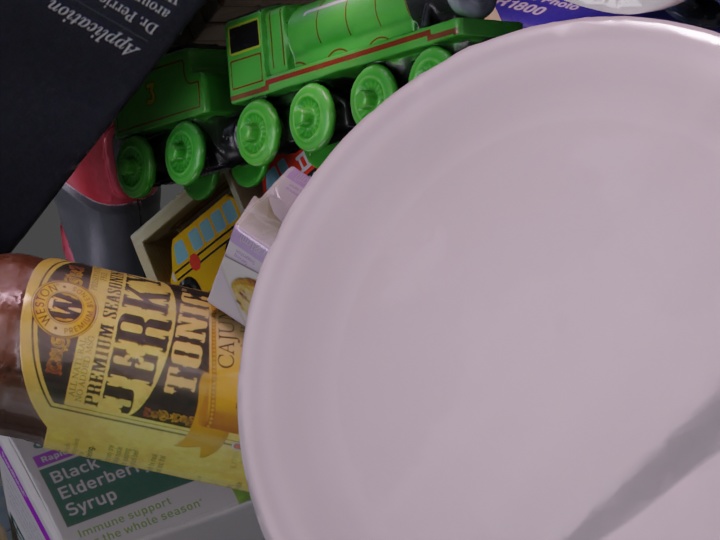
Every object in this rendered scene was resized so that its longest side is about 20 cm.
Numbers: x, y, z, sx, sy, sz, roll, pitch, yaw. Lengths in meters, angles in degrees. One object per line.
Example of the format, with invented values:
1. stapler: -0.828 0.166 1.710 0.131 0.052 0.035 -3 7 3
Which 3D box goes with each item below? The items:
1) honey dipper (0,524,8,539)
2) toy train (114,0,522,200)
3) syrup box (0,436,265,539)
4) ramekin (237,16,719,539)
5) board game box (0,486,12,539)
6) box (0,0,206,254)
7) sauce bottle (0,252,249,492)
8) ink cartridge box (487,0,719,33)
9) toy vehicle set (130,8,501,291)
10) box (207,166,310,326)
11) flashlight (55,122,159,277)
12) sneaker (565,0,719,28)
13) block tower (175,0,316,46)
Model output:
1. honey dipper: -0.158 0.017 1.010 0.038 0.038 0.201 -30 68 44
2. toy train: -0.018 -0.063 0.894 0.200 0.042 0.057 -12 80 49
3. syrup box: -0.079 0.133 1.011 0.201 0.078 0.082 90 154 -46
4. ramekin: 0.073 0.039 0.753 0.201 0.094 0.203 -9 67 20
5. board game box: -0.243 0.154 1.258 0.200 0.043 0.200 33 121 34
6. box: -0.131 -0.142 0.925 0.200 0.117 0.197 -49 33 19
7. sauce bottle: -0.092 0.031 0.887 0.065 0.199 0.065 -169 90 -82
8. ink cartridge box: 0.093 -0.032 0.881 0.196 0.043 0.201 17 114 41
9. toy vehicle set: 0.000 0.000 0.938 0.200 0.026 0.125 -37 73 46
10. box: 0.044 0.040 0.853 0.200 0.039 0.042 34 138 9
11. flashlight: -0.106 0.000 1.061 0.068 0.068 0.201 0 109 4
12. sneaker: 0.044 -0.144 0.817 0.199 0.146 0.081 25 118 16
13. block tower: -0.013 -0.144 0.941 0.200 0.058 0.054 -47 59 43
